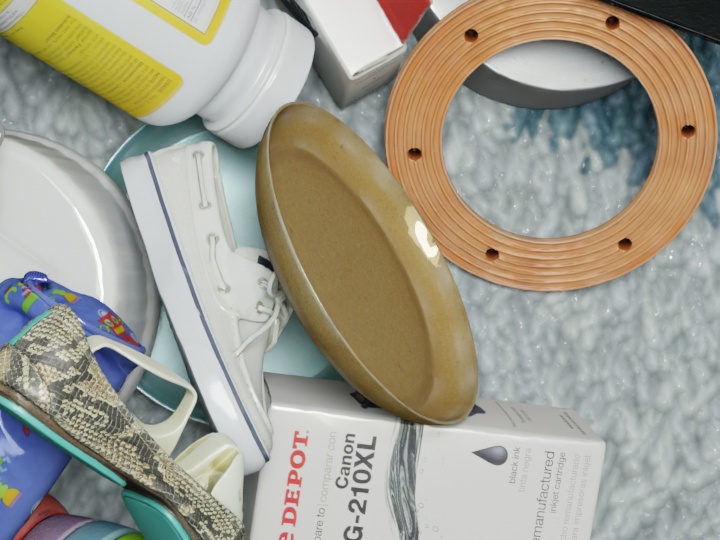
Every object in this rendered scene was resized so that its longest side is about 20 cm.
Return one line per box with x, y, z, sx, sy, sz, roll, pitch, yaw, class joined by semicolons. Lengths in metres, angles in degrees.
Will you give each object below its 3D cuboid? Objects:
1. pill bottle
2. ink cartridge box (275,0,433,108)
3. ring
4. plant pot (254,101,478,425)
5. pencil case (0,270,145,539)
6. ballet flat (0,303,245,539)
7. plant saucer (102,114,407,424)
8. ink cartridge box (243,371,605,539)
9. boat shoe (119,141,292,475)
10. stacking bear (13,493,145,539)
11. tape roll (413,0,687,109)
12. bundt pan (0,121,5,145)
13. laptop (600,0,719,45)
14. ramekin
-0.127;-0.151;1.027;0.199;0.112;0.113;31;81;-27;pill bottle
-0.038;-0.204;1.050;0.044;0.176;0.201;-30;87;-8;ink cartridge box
0.113;-0.079;1.098;0.198;0.019;0.202;2;120;3;ring
0.000;0.000;1.026;0.027;0.200;0.201;-30;91;21;plant pot
-0.198;0.093;0.942;0.087;0.078;0.201;38;88;-14;pencil case
-0.102;0.092;0.915;0.075;0.068;0.200;-50;123;-18;ballet flat
-0.071;-0.006;1.110;0.198;0.027;0.203;1;85;-9;plant saucer
0.028;0.148;1.069;0.198;0.084;0.147;7;98;-8;ink cartridge box
-0.066;0.012;1.014;0.085;0.075;0.203;-19;59;-5;boat shoe
-0.120;0.206;1.000;0.198;0.122;0.115;21;75;21;stacking bear
0.119;-0.204;1.136;0.198;0.066;0.203;1;86;-9;tape roll
-0.282;-0.062;0.912;0.201;0.075;0.205;-5;98;-44;bundt pan
0.176;-0.255;1.032;0.175;0.103;0.202;19;66;-5;laptop
-0.217;0.016;1.034;0.198;0.098;0.203;0;88;2;ramekin
